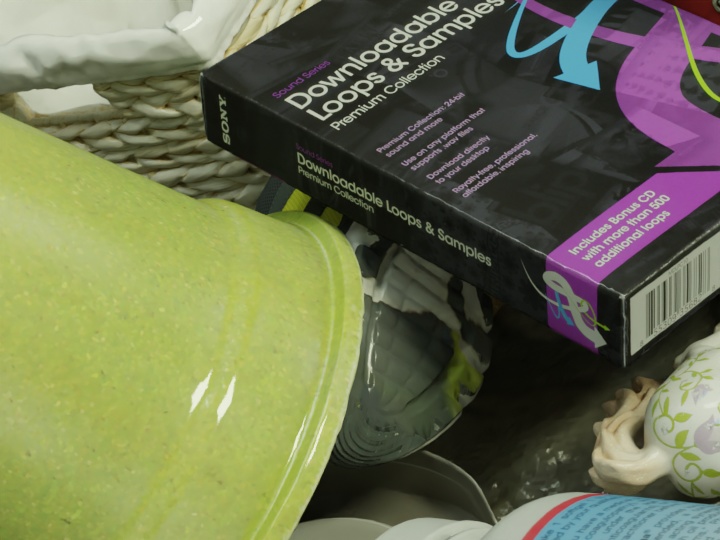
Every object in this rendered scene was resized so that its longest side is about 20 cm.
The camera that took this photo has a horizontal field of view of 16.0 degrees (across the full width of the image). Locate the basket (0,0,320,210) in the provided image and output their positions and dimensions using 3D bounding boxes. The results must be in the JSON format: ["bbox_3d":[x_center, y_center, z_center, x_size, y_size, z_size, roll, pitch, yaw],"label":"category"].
[{"bbox_3d":[-0.072,-0.109,1.136,0.197,0.161,0.201,-3,47,36],"label":"basket"}]

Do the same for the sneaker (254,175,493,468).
[{"bbox_3d":[0.000,0.000,0.959,0.084,0.074,0.201,-28,34,34],"label":"sneaker"}]

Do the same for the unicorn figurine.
[{"bbox_3d":[0.156,0.025,0.827,0.200,0.074,0.137,-43,-7,24],"label":"unicorn figurine"}]

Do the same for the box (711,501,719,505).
[{"bbox_3d":[0.163,0.137,0.766,0.159,0.049,0.200,-23,37,12],"label":"box"}]

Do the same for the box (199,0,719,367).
[{"bbox_3d":[0.061,-0.053,0.895,0.200,0.036,0.143,28,48,36],"label":"box"}]

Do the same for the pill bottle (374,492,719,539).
[{"bbox_3d":[0.091,0.119,0.711,0.199,0.109,0.109,3,50,40],"label":"pill bottle"}]

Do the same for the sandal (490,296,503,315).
[{"bbox_3d":[0.092,-0.047,1.016,0.069,0.078,0.212,23,73,43],"label":"sandal"}]

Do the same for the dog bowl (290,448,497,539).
[{"bbox_3d":[-0.022,0.155,0.885,0.199,0.059,0.201,-22,38,19],"label":"dog bowl"}]

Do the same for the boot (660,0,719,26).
[{"bbox_3d":[0.152,-0.099,0.915,0.073,0.144,0.200,-51,21,-15],"label":"boot"}]

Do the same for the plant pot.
[{"bbox_3d":[-0.130,0.025,0.867,0.200,0.184,0.201,-42,29,30],"label":"plant pot"}]
